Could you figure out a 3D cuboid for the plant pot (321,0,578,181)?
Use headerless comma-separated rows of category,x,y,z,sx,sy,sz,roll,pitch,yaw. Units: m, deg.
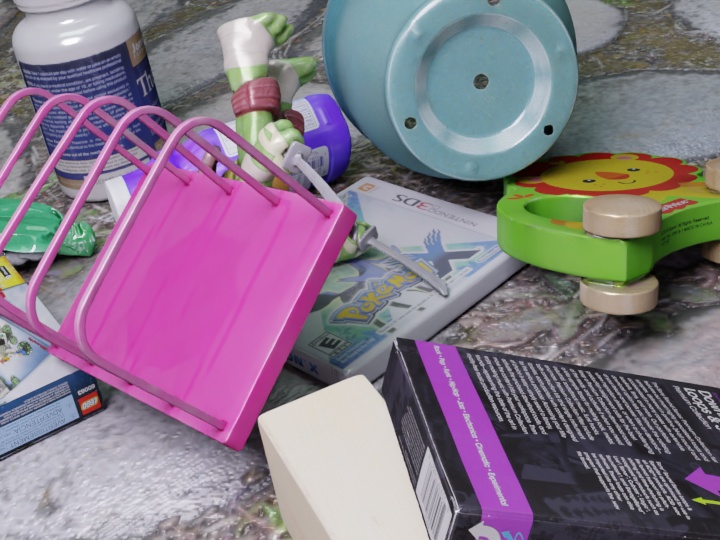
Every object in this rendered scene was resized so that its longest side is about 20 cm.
plant pot,0.074,-0.154,0.819,0.198,0.202,0.188,-11,22,-1

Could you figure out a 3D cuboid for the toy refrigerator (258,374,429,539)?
toy refrigerator,0.022,0.136,0.511,0.069,0.077,0.200,-21,32,-16

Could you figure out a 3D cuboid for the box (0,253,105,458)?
box,-0.276,0.065,0.756,0.136,0.038,0.200,-25,34,-23

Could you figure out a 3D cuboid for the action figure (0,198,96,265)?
action figure,-0.314,-0.024,0.898,0.197,0.055,0.119,-1,30,3

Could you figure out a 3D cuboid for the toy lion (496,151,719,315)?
toy lion,0.168,-0.044,0.755,0.199,0.069,0.191,-17,23,-36

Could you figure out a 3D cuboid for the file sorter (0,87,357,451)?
file sorter,-0.132,-0.014,0.607,0.199,0.125,0.140,15,74,47

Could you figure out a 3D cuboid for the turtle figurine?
turtle figurine,-0.029,-0.067,0.731,0.143,0.196,0.199,10,-23,-42

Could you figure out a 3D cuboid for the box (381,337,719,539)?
box,0.117,0.092,0.510,0.198,0.036,0.143,8,22,-12

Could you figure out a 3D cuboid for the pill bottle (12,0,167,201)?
pill bottle,-0.240,-0.173,0.973,0.110,0.202,0.111,-8,31,5

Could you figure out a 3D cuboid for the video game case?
video game case,0.000,0.000,0.791,0.181,0.022,0.199,21,44,42

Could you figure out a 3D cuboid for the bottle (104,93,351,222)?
bottle,-0.107,-0.082,0.899,0.198,0.084,0.066,-21,73,-15
